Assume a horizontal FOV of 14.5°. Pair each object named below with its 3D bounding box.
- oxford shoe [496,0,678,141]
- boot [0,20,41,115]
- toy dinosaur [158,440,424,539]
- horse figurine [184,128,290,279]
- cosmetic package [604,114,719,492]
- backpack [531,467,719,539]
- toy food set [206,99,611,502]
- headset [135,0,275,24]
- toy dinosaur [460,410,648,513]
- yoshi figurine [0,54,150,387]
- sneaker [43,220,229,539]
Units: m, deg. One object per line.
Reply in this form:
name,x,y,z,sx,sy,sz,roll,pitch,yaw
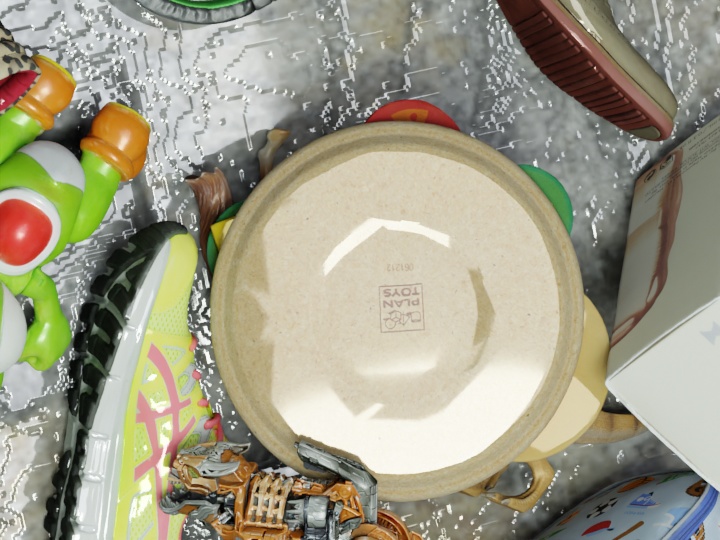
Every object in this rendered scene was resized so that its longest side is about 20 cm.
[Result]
oxford shoe,0.114,-0.156,1.534,0.200,0.070,0.075,47,72,-15
boot,-0.269,-0.110,1.382,0.199,0.073,0.151,-32,79,-22
toy dinosaur,-0.012,0.162,1.417,0.199,0.102,0.136,34,114,21
horse figurine,0.000,0.000,1.494,0.199,0.050,0.133,11,92,-2
cosmetic package,0.199,0.012,1.495,0.103,0.200,0.087,43,120,-15
backpack,0.161,0.191,1.504,0.190,0.199,0.155,-30,104,-35
toy food set,0.021,0.017,1.446,0.199,0.049,0.199,-19,91,-1
headset,-0.051,-0.215,1.487,0.199,0.094,0.124,-32,105,0
toy dinosaur,0.094,0.079,1.537,0.199,0.060,0.107,23,82,-18
yoshi figurine,-0.189,-0.001,1.436,0.201,0.112,0.112,-63,148,-22
sneaker,-0.104,0.074,1.465,0.090,0.078,0.201,9,99,-19
